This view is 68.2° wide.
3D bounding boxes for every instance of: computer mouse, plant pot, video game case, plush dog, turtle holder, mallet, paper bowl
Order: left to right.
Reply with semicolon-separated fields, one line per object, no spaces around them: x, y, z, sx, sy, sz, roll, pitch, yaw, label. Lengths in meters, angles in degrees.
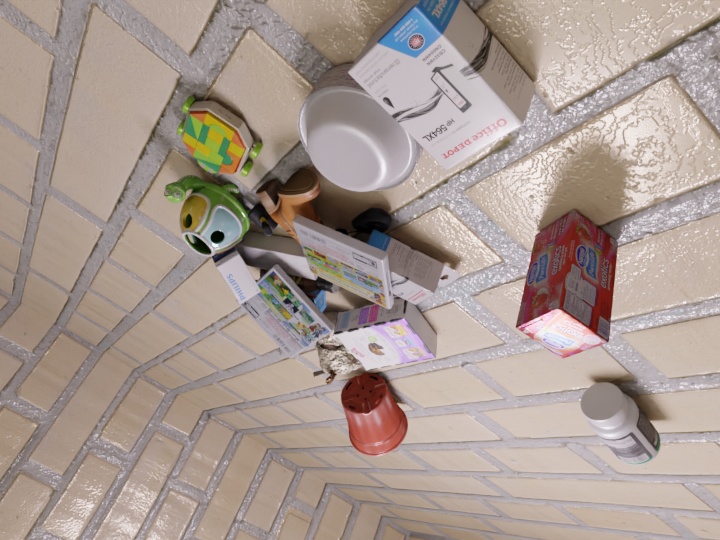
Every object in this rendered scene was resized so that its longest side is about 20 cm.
-0.323;-0.117;1.142;0.139;0.133;0.186;16;147;15;turtle holder
-0.187;-0.089;1.086;0.066;0.041;0.200;39;-178;-25;mallet
-0.182;0.102;1.264;0.200;0.022;0.182;48;130;-8;video game case
-0.071;0.191;1.428;0.198;0.160;0.174;-1;114;32;plush dog
-0.030;-0.014;1.034;0.198;0.023;0.183;24;154;21;video game case
-0.006;-0.089;1.068;0.058;0.034;0.199;17;161;-33;computer mouse
-0.003;-0.204;0.825;0.199;0.105;0.202;18;146;12;paper bowl
0.034;0.438;1.663;0.199;0.202;0.197;6;135;27;plant pot

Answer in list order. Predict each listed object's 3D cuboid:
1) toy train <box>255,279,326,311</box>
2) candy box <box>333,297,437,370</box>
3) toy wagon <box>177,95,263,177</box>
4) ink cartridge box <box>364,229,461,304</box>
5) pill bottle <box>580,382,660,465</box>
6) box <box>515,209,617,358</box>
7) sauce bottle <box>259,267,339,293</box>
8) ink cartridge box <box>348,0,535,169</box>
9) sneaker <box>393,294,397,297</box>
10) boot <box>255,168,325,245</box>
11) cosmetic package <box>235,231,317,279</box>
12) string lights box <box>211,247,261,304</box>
-0.185;0.073;1.336;0.198;0.114;0.087;13;127;20;toy train
0.062;0.157;1.294;0.198;0.072;0.168;-15;132;29;candy box
-0.277;-0.238;1.023;0.154;0.040;0.200;33;147;-11;toy wagon
0.090;0.005;1.073;0.198;0.068;0.116;26;162;-5;ink cartridge box
0.587;0.346;1.206;0.112;0.114;0.200;-14;131;45;pill bottle
0.325;0.020;0.832;0.099;0.201;0.095;32;146;-12;box
-0.145;0.017;1.281;0.198;0.065;0.065;9;145;21;sauce bottle
0.108;-0.250;0.700;0.199;0.085;0.146;39;146;-20;ink cartridge box
0.000;0.000;1.160;0.199;0.072;0.080;29;163;-10;sneaker
-0.109;-0.111;1.046;0.199;0.077;0.156;-5;132;47;boot
-0.191;-0.038;1.242;0.198;0.051;0.083;11;144;22;cosmetic package
-0.299;-0.007;1.239;0.103;0.059;0.200;64;168;-25;string lights box
